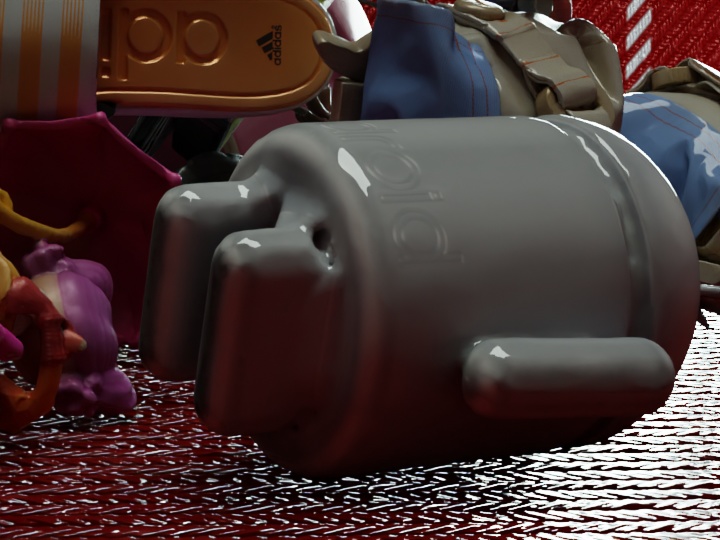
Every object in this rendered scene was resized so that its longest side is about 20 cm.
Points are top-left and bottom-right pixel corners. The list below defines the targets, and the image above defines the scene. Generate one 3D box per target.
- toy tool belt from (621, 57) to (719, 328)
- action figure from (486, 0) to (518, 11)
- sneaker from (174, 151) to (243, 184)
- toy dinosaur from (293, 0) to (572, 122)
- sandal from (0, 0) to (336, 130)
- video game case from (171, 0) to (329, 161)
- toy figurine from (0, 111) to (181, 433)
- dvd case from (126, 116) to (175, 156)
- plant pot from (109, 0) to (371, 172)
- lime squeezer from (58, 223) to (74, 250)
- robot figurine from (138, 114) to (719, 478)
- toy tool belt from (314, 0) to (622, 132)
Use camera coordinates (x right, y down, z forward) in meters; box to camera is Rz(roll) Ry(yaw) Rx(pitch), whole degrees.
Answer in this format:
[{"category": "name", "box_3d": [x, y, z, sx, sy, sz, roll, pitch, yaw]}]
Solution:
[{"category": "toy tool belt", "box_3d": [0.127, -0.039, 1.080, 0.123, 0.125, 0.200, -10, 27, -41]}, {"category": "action figure", "box_3d": [0.103, -0.056, 1.238, 0.193, 0.200, 0.105, -7, 45, 0]}, {"category": "sneaker", "box_3d": [0.000, 0.000, 1.049, 0.200, 0.076, 0.091, 1, 26, -41]}, {"category": "toy dinosaur", "box_3d": [0.047, -0.089, 1.126, 0.181, 0.105, 0.200, -17, -30, 34]}, {"category": "sandal", "box_3d": [-0.100, -0.095, 0.894, 0.206, 0.079, 0.059, -3, 2, -21]}, {"category": "video game case", "box_3d": [-0.023, -0.131, 1.053, 0.025, 0.181, 0.200, 37, -5, -4]}, {"category": "toy figurine", "box_3d": [-0.131, -0.003, 0.813, 0.150, 0.200, 0.184, -35, -32, 26]}, {"category": "dvd case", "box_3d": [-0.052, -0.127, 1.069, 0.016, 0.149, 0.200, 37, -36, -4]}, {"category": "plant pot", "box_3d": [-0.102, -0.088, 1.320, 0.199, 0.201, 0.179, 2, 22, 14]}, {"category": "lime squeezer", "box_3d": [-0.189, -0.009, 0.984, 0.200, 0.071, 0.038, -14, -42, 28]}, {"category": "robot figurine", "box_3d": [0.029, 0.007, 0.752, 0.200, 0.113, 0.170, -4, 28, -32]}, {"category": "toy tool belt", "box_3d": [0.035, -0.060, 0.900, 0.123, 0.201, 0.125, -2, 9, -22]}]
